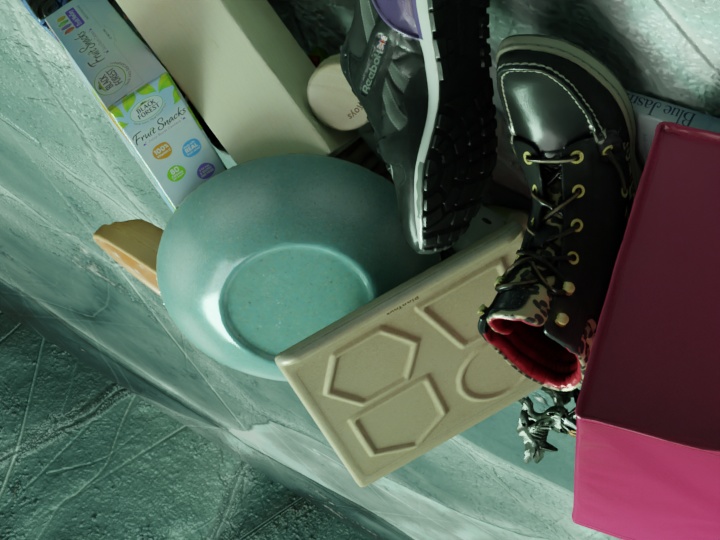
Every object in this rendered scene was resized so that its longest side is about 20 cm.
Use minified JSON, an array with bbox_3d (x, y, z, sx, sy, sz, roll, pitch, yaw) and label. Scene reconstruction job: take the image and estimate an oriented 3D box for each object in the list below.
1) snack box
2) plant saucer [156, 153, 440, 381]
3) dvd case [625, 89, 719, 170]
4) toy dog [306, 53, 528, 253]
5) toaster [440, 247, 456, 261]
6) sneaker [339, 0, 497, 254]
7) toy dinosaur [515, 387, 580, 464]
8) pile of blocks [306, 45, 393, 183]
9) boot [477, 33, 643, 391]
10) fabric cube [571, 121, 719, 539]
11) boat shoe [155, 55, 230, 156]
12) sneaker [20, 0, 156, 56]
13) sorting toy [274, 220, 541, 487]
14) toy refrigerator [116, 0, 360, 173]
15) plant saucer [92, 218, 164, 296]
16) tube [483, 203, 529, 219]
[{"bbox_3d":[-0.158,-0.115,0.928,0.200,0.053,0.142,48,172,51],"label":"snack box"},{"bbox_3d":[-0.043,0.014,0.864,0.200,0.039,0.201,-1,128,-1],"label":"plant saucer"},{"bbox_3d":[0.197,-0.065,0.825,0.200,0.018,0.143,23,158,27],"label":"dvd case"},{"bbox_3d":[0.057,-0.098,0.860,0.096,0.132,0.200,-34,124,28],"label":"toy dog"},{"bbox_3d":[0.000,0.000,0.974,0.199,0.114,0.129,10,-164,-6],"label":"toaster"},{"bbox_3d":[0.031,-0.113,0.779,0.087,0.076,0.201,15,113,38],"label":"sneaker"},{"bbox_3d":[0.224,0.123,1.179,0.136,0.102,0.201,-9,102,43],"label":"toy dinosaur"},{"bbox_3d":[0.000,-0.122,0.962,0.200,0.082,0.062,32,121,-27],"label":"pile of blocks"},{"bbox_3d":[0.117,-0.031,0.763,0.073,0.151,0.200,8,152,29],"label":"boot"},{"bbox_3d":[0.244,0.061,0.741,0.199,0.197,0.199,15,155,16],"label":"fabric cube"},{"bbox_3d":[-0.110,-0.137,1.004,0.068,0.072,0.200,5,-153,-50],"label":"boat shoe"},{"bbox_3d":[-0.235,-0.209,1.082,0.078,0.075,0.200,14,152,51],"label":"sneaker"},{"bbox_3d":[0.049,0.061,0.882,0.037,0.185,0.200,60,179,39],"label":"sorting toy"},{"bbox_3d":[-0.092,-0.149,0.862,0.200,0.070,0.076,53,-157,-3],"label":"toy refrigerator"},{"bbox_3d":[-0.137,0.017,1.063,0.200,0.037,0.200,35,171,6],"label":"plant saucer"},{"bbox_3d":[0.165,-0.015,0.959,0.200,0.052,0.058,11,-163,35],"label":"tube"}]
